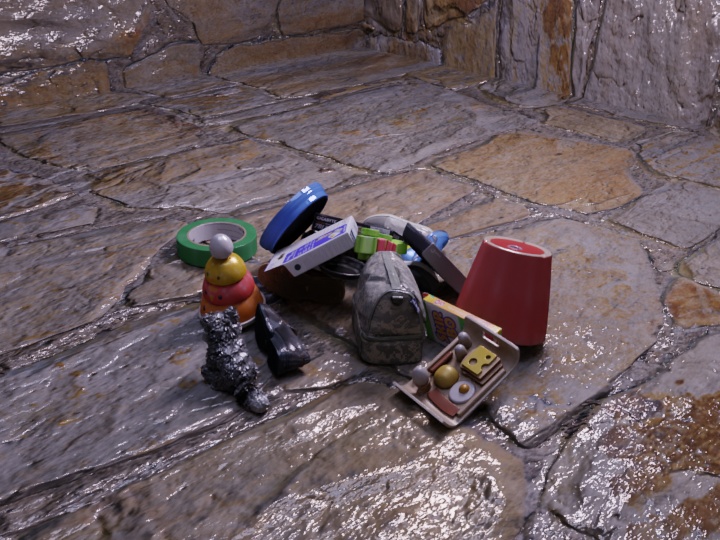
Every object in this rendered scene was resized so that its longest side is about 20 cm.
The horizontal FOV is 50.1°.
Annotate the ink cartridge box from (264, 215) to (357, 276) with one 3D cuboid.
[{"bbox_3d":[-0.103,-0.046,1.684,0.199,0.044,0.198,-24,12,8],"label":"ink cartridge box"}]

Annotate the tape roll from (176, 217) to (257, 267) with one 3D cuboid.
[{"bbox_3d":[-0.359,-0.072,1.933,0.199,0.049,0.201,1,28,-1],"label":"tape roll"}]

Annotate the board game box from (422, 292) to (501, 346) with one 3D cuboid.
[{"bbox_3d":[0.195,0.120,1.534,0.030,0.096,0.199,-30,40,-32],"label":"board game box"}]

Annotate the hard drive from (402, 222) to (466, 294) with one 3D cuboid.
[{"bbox_3d":[0.178,-0.017,1.733,0.042,0.200,0.135,-46,36,2],"label":"hard drive"}]

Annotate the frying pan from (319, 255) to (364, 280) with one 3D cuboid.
[{"bbox_3d":[-0.009,-0.007,1.720,0.189,0.031,0.115,0,23,-31],"label":"frying pan"}]

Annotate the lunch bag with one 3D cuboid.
[{"bbox_3d":[0.058,0.071,1.545,0.138,0.169,0.200,-2,28,-6],"label":"lunch bag"}]

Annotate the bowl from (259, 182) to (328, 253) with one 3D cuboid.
[{"bbox_3d":[-0.152,-0.119,1.799,0.039,0.201,0.200,43,38,6],"label":"bowl"}]

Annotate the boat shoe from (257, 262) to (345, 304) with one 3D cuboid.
[{"bbox_3d":[-0.132,0.024,1.725,0.198,0.073,0.068,14,18,-6],"label":"boat shoe"}]

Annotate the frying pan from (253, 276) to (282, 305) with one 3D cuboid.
[{"bbox_3d":[-0.202,0.034,1.763,0.189,0.031,0.115,-25,40,-37],"label":"frying pan"}]

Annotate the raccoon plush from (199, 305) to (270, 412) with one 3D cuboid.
[{"bbox_3d":[-0.219,0.152,1.410,0.199,0.135,0.096,23,33,36],"label":"raccoon plush"}]

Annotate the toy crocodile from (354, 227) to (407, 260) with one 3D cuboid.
[{"bbox_3d":[0.041,-0.050,1.650,0.061,0.068,0.200,10,-1,24],"label":"toy crocodile"}]

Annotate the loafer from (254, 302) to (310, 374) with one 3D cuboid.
[{"bbox_3d":[-0.161,0.133,1.533,0.072,0.073,0.200,-2,36,-25],"label":"loafer"}]

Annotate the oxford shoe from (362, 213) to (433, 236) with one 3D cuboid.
[{"bbox_3d":[0.091,-0.096,1.979,0.199,0.076,0.058,15,40,21],"label":"oxford shoe"}]

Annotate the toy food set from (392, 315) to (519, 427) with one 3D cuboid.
[{"bbox_3d":[0.173,0.178,1.398,0.200,0.061,0.143,-41,42,-16],"label":"toy food set"}]

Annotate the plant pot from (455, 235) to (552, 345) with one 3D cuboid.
[{"bbox_3d":[0.300,0.034,1.572,0.199,0.179,0.201,10,15,-3],"label":"plant pot"}]

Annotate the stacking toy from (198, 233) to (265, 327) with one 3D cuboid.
[{"bbox_3d":[-0.281,0.011,1.600,0.145,0.201,0.147,-4,34,3],"label":"stacking toy"}]

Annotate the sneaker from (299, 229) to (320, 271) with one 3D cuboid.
[{"bbox_3d":[-0.110,-0.066,1.892,0.075,0.088,0.200,0,26,2],"label":"sneaker"}]

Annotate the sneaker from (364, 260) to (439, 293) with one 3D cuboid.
[{"bbox_3d":[0.089,0.020,1.771,0.199,0.075,0.085,20,50,33],"label":"sneaker"}]

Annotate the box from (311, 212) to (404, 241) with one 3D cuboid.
[{"bbox_3d":[0.005,-0.087,1.870,0.197,0.050,0.200,16,0,17],"label":"box"}]

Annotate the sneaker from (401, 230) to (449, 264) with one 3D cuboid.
[{"bbox_3d":[0.167,-0.038,1.886,0.078,0.066,0.199,36,40,25],"label":"sneaker"}]
